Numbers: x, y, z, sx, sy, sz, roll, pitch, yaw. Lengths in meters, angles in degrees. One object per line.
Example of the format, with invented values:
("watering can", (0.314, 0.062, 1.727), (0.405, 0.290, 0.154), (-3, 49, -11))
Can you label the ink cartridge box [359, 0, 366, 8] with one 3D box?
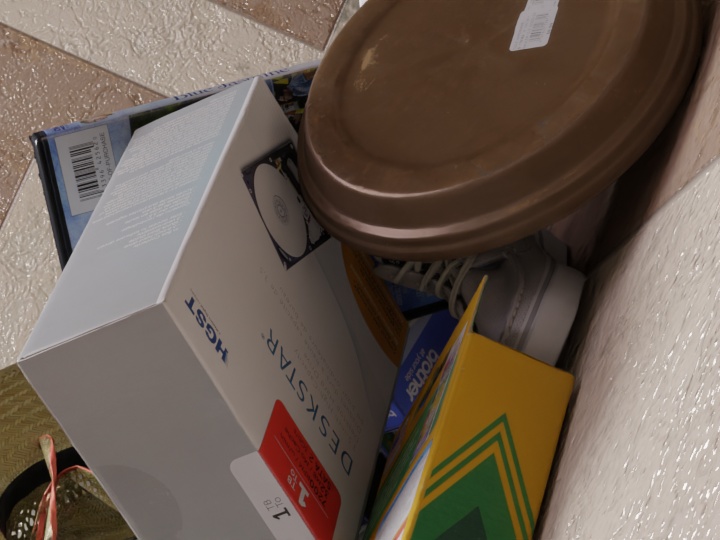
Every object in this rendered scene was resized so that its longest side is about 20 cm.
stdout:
("ink cartridge box", (0.090, -0.182, 1.128), (0.200, 0.067, 0.117), (-37, -41, -28))

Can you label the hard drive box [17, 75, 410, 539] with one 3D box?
("hard drive box", (-0.057, 0.033, 0.962), (0.076, 0.156, 0.201), (-21, 26, 22))

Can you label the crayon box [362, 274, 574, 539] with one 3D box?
("crayon box", (0.030, 0.117, 0.872), (0.126, 0.051, 0.201), (116, 175, -48))

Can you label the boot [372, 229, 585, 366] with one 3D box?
("boot", (0.046, 0.007, 0.997), (0.200, 0.095, 0.074), (-84, 18, -81))

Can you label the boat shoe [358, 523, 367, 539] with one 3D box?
("boat shoe", (-0.012, 0.191, 0.961), (0.203, 0.074, 0.086), (-57, 0, -31))

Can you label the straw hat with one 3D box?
("straw hat", (-0.132, 0.127, 1.066), (0.202, 0.199, 0.086), (-70, -20, -53))

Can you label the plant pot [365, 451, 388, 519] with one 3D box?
("plant pot", (-0.072, 0.160, 1.215), (0.177, 0.198, 0.201), (-30, 34, 63))

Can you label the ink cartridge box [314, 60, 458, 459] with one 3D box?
("ink cartridge box", (0.000, 0.000, 1.163), (0.042, 0.201, 0.120), (-18, 26, 38))

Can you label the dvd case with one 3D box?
("dvd case", (-0.053, -0.024, 1.073), (0.018, 0.198, 0.144), (-143, 39, -65))

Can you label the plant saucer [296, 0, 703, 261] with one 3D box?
("plant saucer", (0.055, -0.089, 0.956), (0.030, 0.199, 0.201), (54, -136, -39))

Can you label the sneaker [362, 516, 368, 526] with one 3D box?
("sneaker", (-0.065, 0.192, 1.040), (0.200, 0.080, 0.115), (-48, 14, 4))

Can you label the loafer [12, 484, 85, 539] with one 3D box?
("loafer", (-0.155, 0.072, 1.185), (0.072, 0.063, 0.201), (-7, 54, 56))
